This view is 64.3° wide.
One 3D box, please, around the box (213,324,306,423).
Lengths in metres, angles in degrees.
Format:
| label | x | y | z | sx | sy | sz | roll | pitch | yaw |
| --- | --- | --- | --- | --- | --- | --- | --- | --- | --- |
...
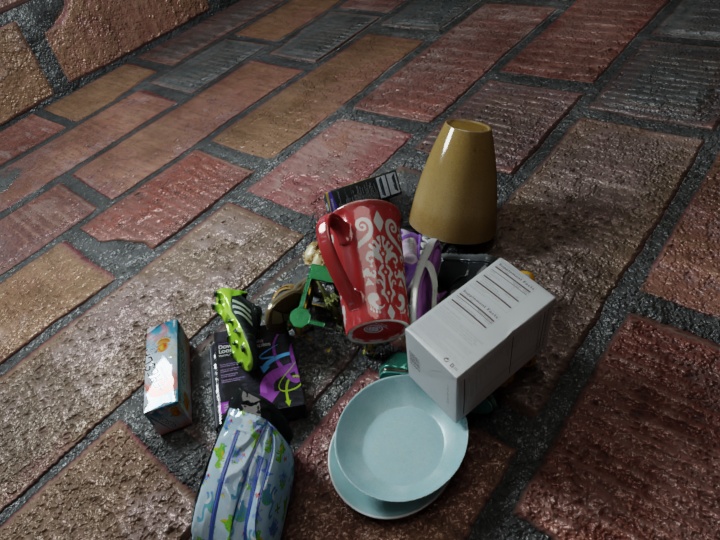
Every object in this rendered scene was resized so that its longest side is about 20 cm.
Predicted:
| label | x | y | z | sx | sy | sz | roll | pitch | yaw |
| --- | --- | --- | --- | --- | --- | --- | --- | --- | --- |
| box | -0.179 | 0.176 | 0.995 | 0.138 | 0.037 | 0.202 | -7 | 38 | -15 |

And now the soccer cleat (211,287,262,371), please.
| label | x | y | z | sx | sy | sz | roll | pitch | yaw |
| --- | --- | --- | --- | --- | --- | --- | --- | --- | --- |
| soccer cleat | -0.204 | 0.097 | 1.016 | 0.079 | 0.069 | 0.201 | 1 | 35 | -32 |

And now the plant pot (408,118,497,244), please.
| label | x | y | z | sx | sy | sz | roll | pitch | yaw |
| --- | --- | --- | --- | --- | --- | --- | --- | --- | --- |
| plant pot | 0.197 | -0.185 | 1.134 | 0.179 | 0.206 | 0.188 | 5 | 27 | -3 |

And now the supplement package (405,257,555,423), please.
| label | x | y | z | sx | sy | sz | roll | pitch | yaw |
| --- | --- | --- | --- | --- | --- | --- | --- | --- | --- |
| supplement package | 0.173 | 0.098 | 0.834 | 0.197 | 0.116 | 0.109 | -33 | 50 | -22 |

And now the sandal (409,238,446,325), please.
| label | x | y | z | sx | sy | sz | roll | pitch | yaw |
| --- | --- | --- | --- | --- | --- | --- | --- | --- | --- |
| sandal | 0.121 | 0.027 | 0.972 | 0.048 | 0.083 | 0.208 | -2 | 53 | 24 |

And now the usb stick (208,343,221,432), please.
| label | x | y | z | sx | sy | sz | roll | pitch | yaw |
| --- | --- | --- | --- | --- | --- | --- | --- | --- | --- |
| usb stick | -0.237 | 0.202 | 1.013 | 0.054 | 0.033 | 0.202 | -12 | 40 | -10 |

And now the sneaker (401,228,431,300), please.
| label | x | y | z | sx | sy | sz | roll | pitch | yaw |
| --- | --- | --- | --- | --- | --- | --- | --- | --- | --- |
| sneaker | 0.079 | -0.016 | 1.084 | 0.087 | 0.082 | 0.202 | 27 | 33 | -5 |

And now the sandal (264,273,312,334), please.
| label | x | y | z | sx | sy | sz | roll | pitch | yaw |
| --- | --- | --- | --- | --- | --- | --- | --- | --- | --- |
| sandal | -0.134 | 0.056 | 1.074 | 0.052 | 0.083 | 0.200 | 15 | 24 | 14 |

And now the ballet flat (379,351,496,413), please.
| label | x | y | z | sx | sy | sz | roll | pitch | yaw |
| --- | --- | --- | --- | --- | --- | --- | --- | --- | --- |
| ballet flat | 0.125 | 0.167 | 0.912 | 0.194 | 0.069 | 0.071 | 9 | 39 | 25 |

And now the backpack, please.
| label | x | y | z | sx | sy | sz | roll | pitch | yaw |
| --- | --- | --- | --- | --- | --- | --- | --- | --- | --- |
| backpack | -0.158 | 0.300 | 0.792 | 0.150 | 0.165 | 0.203 | 22 | 57 | 17 |

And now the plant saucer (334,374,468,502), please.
| label | x | y | z | sx | sy | sz | roll | pitch | yaw |
| --- | --- | --- | --- | --- | --- | --- | --- | --- | --- |
| plant saucer | 0.060 | 0.245 | 0.829 | 0.194 | 0.040 | 0.204 | -9 | 41 | 7 |

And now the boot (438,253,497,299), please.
| label | x | y | z | sx | sy | sz | roll | pitch | yaw |
| --- | --- | --- | --- | --- | --- | --- | --- | --- | --- |
| boot | 0.151 | 0.069 | 1.017 | 0.162 | 0.065 | 0.204 | -9 | 50 | 48 |

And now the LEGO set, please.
| label | x | y | z | sx | sy | sz | roll | pitch | yaw |
| --- | --- | --- | --- | --- | --- | --- | --- | --- | --- |
| LEGO set | -0.033 | 0.082 | 1.045 | 0.192 | 0.117 | 0.159 | 3 | 62 | 2 |

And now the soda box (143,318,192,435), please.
| label | x | y | z | sx | sy | sz | roll | pitch | yaw |
| --- | --- | --- | --- | --- | --- | --- | --- | --- | --- |
| soda box | -0.346 | 0.187 | 1.033 | 0.062 | 0.070 | 0.203 | -18 | 42 | -4 |

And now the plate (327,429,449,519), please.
| label | x | y | z | sx | sy | sz | roll | pitch | yaw |
| --- | --- | --- | --- | --- | --- | --- | --- | --- | --- |
| plate | 0.047 | 0.273 | 0.851 | 0.193 | 0.026 | 0.204 | -8 | 42 | 7 |

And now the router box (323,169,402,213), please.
| label | x | y | z | sx | sy | sz | roll | pitch | yaw |
| --- | --- | --- | --- | --- | --- | --- | --- | --- | --- |
| router box | -0.001 | -0.162 | 1.246 | 0.152 | 0.054 | 0.200 | -19 | 5 | -4 |

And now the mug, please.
| label | x | y | z | sx | sy | sz | roll | pitch | yaw |
| --- | --- | --- | --- | --- | --- | --- | --- | --- | --- |
| mug | -0.002 | 0.005 | 0.941 | 0.172 | 0.134 | 0.207 | 4 | 64 | -24 |

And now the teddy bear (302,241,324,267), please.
| label | x | y | z | sx | sy | sz | roll | pitch | yaw |
| --- | --- | --- | --- | --- | --- | --- | --- | --- | --- |
| teddy bear | -0.031 | -0.056 | 1.214 | 0.199 | 0.068 | 0.143 | -40 | 28 | -24 |

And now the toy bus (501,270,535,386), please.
| label | x | y | z | sx | sy | sz | roll | pitch | yaw |
| --- | --- | --- | --- | --- | --- | --- | --- | --- | --- |
| toy bus | 0.251 | 0.093 | 0.954 | 0.075 | 0.066 | 0.203 | 1 | 43 | 15 |
